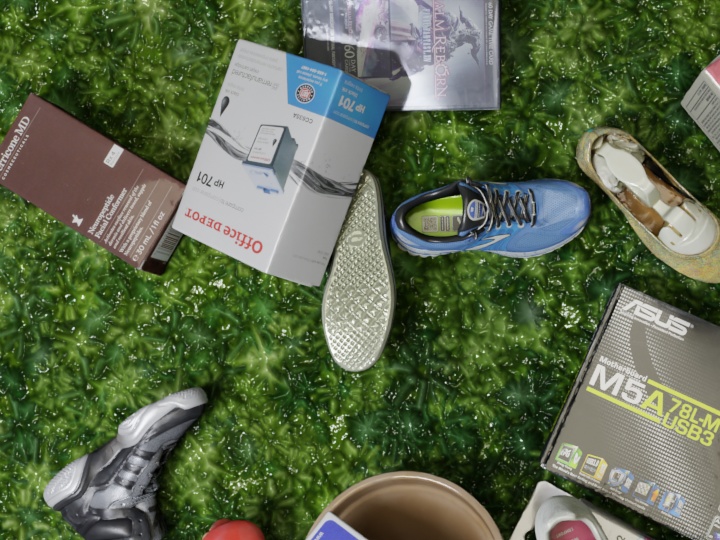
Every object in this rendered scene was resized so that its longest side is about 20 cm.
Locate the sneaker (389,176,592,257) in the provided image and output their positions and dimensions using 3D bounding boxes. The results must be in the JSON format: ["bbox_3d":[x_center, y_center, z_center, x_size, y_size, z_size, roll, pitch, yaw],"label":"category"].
[{"bbox_3d":[0.125,-0.050,1.077,0.199,0.089,0.079,-8,85,7],"label":"sneaker"}]

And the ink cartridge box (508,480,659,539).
[{"bbox_3d":[0.234,0.295,1.042,0.199,0.068,0.116,27,89,10],"label":"ink cartridge box"}]

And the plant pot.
[{"bbox_3d":[0.046,0.297,1.043,0.200,0.093,0.202,-5,66,12],"label":"plant pot"}]

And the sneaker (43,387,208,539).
[{"bbox_3d":[-0.213,0.208,1.112,0.200,0.075,0.114,-37,82,9],"label":"sneaker"}]

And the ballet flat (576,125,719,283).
[{"bbox_3d":[0.286,-0.064,1.067,0.071,0.071,0.200,-44,81,2],"label":"ballet flat"}]

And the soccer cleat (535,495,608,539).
[{"bbox_3d":[0.208,0.293,0.967,0.070,0.086,0.201,-29,82,5],"label":"soccer cleat"}]

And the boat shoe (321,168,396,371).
[{"bbox_3d":[0.000,0.000,1.102,0.074,0.062,0.201,-3,80,9],"label":"boat shoe"}]

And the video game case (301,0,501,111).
[{"bbox_3d":[0.040,-0.231,1.110,0.199,0.019,0.144,1,105,14],"label":"video game case"}]

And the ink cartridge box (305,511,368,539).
[{"bbox_3d":[-0.012,0.343,0.950,0.200,0.047,0.198,33,68,24],"label":"ink cartridge box"}]

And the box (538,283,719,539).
[{"bbox_3d":[0.297,0.139,1.058,0.199,0.048,0.194,25,90,8],"label":"box"}]

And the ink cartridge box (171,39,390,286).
[{"bbox_3d":[-0.079,-0.104,1.079,0.146,0.086,0.201,23,93,37],"label":"ink cartridge box"}]

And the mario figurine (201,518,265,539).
[{"bbox_3d":[-0.170,0.307,1.087,0.200,0.123,0.106,-42,66,15],"label":"mario figurine"}]

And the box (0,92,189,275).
[{"bbox_3d":[-0.271,-0.089,1.145,0.199,0.075,0.100,30,90,11],"label":"box"}]

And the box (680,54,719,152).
[{"bbox_3d":[0.407,-0.126,1.024,0.109,0.128,0.200,-37,82,2],"label":"box"}]
